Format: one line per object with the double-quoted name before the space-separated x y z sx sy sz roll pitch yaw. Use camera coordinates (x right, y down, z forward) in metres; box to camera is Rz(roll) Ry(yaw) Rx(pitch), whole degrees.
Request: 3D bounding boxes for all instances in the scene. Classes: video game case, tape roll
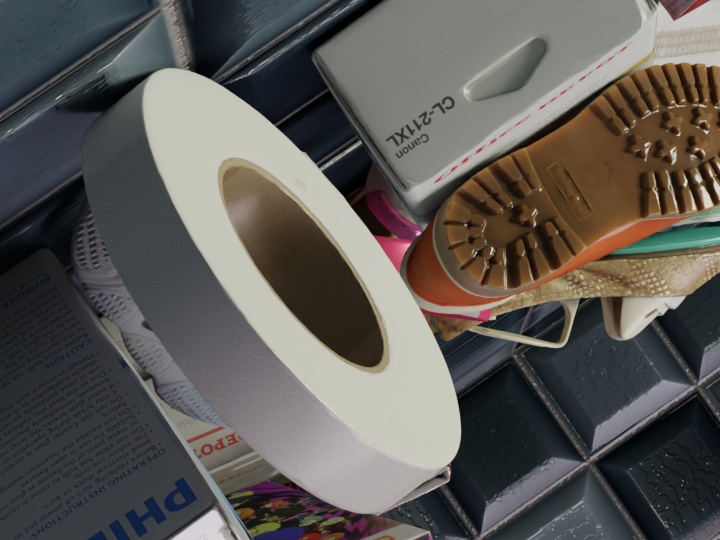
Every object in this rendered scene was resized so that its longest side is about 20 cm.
"video game case" -0.080 0.171 1.542 0.181 0.036 0.200 -21 -167 -24
"tape roll" -0.035 0.007 1.180 0.037 0.203 0.203 -38 172 17

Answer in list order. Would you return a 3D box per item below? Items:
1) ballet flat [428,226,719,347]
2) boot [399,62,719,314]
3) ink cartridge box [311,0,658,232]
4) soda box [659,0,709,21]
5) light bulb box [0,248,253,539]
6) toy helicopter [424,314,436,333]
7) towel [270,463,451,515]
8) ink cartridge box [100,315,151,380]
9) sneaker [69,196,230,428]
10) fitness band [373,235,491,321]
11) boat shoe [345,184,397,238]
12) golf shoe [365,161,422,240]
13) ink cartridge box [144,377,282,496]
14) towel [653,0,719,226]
"ballet flat" 0.133 0.012 1.740 0.199 0.066 0.071 -4 -175 -1
"boot" 0.108 -0.038 1.420 0.199 0.075 0.107 -24 172 -23
"ink cartridge box" 0.064 -0.099 1.405 0.145 0.083 0.200 -35 173 0
"soda box" 0.212 -0.210 1.444 0.070 0.064 0.200 -30 170 -42
"light bulb box" -0.117 0.135 1.329 0.125 0.200 0.199 -35 136 -5
"toy helicopter" 0.084 -0.036 1.822 0.200 0.079 0.133 -51 163 -28
"towel" -0.015 0.110 1.746 0.144 0.023 0.200 -27 -158 7
"ink cartridge box" -0.161 0.068 1.659 0.199 0.050 0.161 -22 172 -3
"sneaker" -0.073 -0.017 1.359 0.200 0.075 0.114 68 35 -54
"fitness band" 0.000 0.000 1.618 0.143 0.038 0.200 8 177 14
"boat shoe" -0.016 0.000 1.767 0.063 0.073 0.200 -14 148 -54
"golf shoe" 0.073 -0.081 1.661 0.200 0.075 0.092 -39 169 -50
"ink cartridge box" -0.069 0.082 1.610 0.117 0.068 0.200 -22 173 -10
"towel" 0.203 -0.115 1.702 0.149 0.031 0.201 -9 127 -36
